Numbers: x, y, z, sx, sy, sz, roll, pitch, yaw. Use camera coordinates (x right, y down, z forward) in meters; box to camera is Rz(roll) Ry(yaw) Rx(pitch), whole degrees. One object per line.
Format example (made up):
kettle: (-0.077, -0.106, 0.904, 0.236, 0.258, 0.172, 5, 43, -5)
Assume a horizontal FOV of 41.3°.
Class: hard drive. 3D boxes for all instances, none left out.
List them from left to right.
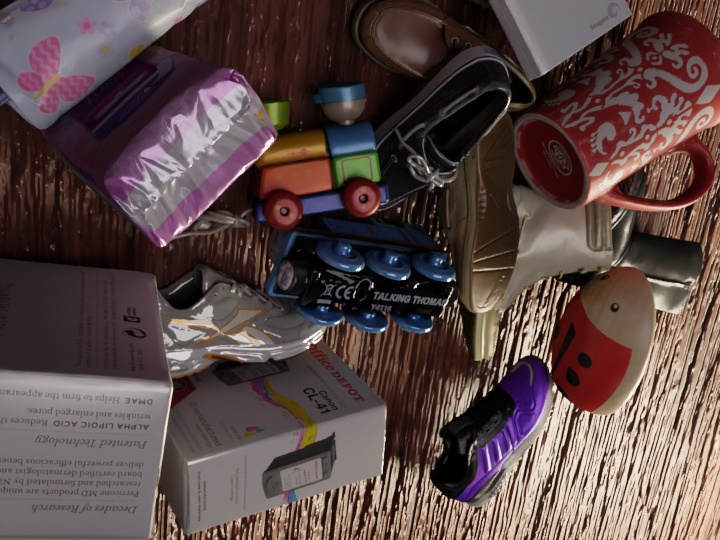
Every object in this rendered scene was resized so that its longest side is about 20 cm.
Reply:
hard drive: (0.154, -0.289, 0.851, 0.132, 0.027, 0.201, -35, 103, -26)

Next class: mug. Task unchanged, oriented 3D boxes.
mug: (0.273, -0.142, 0.957, 0.199, 0.178, 0.134, -33, 161, -21)

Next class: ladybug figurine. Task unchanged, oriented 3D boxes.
ladybug figurine: (0.263, 0.081, 1.063, 0.071, 0.136, 0.201, 2, 132, -10)

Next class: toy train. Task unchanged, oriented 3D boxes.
toy train: (-0.080, -0.097, 0.840, 0.198, 0.085, 0.117, -9, 102, -9)
toy train: (0.000, 0.000, 0.905, 0.199, 0.114, 0.087, 6, 118, -34)

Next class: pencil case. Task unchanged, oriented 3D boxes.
pencil case: (-0.196, -0.194, 0.708, 0.200, 0.083, 0.091, -40, 106, -8)

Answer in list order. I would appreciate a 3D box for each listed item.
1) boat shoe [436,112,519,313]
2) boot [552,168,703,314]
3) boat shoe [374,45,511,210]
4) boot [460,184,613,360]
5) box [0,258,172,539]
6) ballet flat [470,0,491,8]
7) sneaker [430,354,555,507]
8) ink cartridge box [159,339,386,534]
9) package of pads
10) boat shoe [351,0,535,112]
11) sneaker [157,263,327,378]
boat shoe: (0.112, -0.060, 0.940, 0.071, 0.064, 0.202, -9, 106, -41)
boot: (0.337, -0.037, 1.124, 0.199, 0.066, 0.166, 14, 117, -30)
boat shoe: (0.065, -0.111, 0.873, 0.073, 0.068, 0.199, 27, 127, -34)
boot: (0.189, 0.003, 1.026, 0.153, 0.072, 0.202, 0, 111, -10)
box: (-0.251, 0.089, 0.713, 0.198, 0.199, 0.132, 6, 111, -18)
ballet flat: (0.185, -0.272, 0.918, 0.199, 0.064, 0.076, -9, 116, -29)
sneaker: (0.148, 0.185, 1.118, 0.099, 0.070, 0.201, 22, 99, -35)
ink cartridge box: (-0.096, 0.146, 0.897, 0.199, 0.147, 0.086, -12, 121, -28)
package of pads: (-0.153, -0.102, 0.706, 0.120, 0.200, 0.076, -43, 123, -10)
boat shoe: (0.086, -0.201, 0.888, 0.199, 0.068, 0.072, 12, 106, -35)
sneaker: (-0.117, 0.036, 0.879, 0.199, 0.076, 0.093, -11, 114, -29)
